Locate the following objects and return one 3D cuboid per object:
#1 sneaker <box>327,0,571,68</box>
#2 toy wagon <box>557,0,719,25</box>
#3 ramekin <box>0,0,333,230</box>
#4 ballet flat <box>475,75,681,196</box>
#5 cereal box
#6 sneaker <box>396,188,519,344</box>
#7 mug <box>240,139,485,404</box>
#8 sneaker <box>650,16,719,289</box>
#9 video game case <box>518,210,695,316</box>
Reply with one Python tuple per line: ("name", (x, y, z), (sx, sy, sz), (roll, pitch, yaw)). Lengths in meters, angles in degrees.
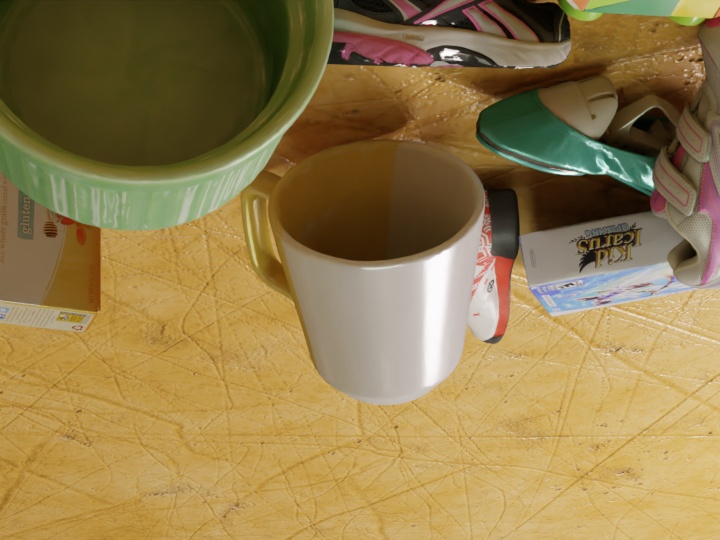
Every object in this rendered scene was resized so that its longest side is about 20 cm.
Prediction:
("sneaker", (0.054, -0.160, 0.819), (0.080, 0.087, 0.199), (10, -169, 41))
("toy wagon", (0.205, -0.197, 0.814), (0.198, 0.040, 0.156), (1, 153, -12))
("ramekin", (-0.119, -0.119, 0.740), (0.198, 0.202, 0.098), (1, 160, -12))
("ballet flat", (0.170, -0.100, 0.988), (0.198, 0.068, 0.071), (12, 125, -31))
("cereal box", (-0.267, -0.042, 0.915), (0.198, 0.145, 0.040), (8, 151, -26))
("sneaker", (0.068, -0.002, 1.146), (0.107, 0.068, 0.202), (-1, 153, 1))
("mug", (0.010, 0.001, 1.021), (0.148, 0.187, 0.154), (-16, 129, -13))
("sneaker", (0.236, -0.067, 0.947), (0.087, 0.082, 0.202), (-8, 111, 8))
("video game case", (0.226, -0.009, 1.120), (0.179, 0.046, 0.200), (-12, 170, 11))
